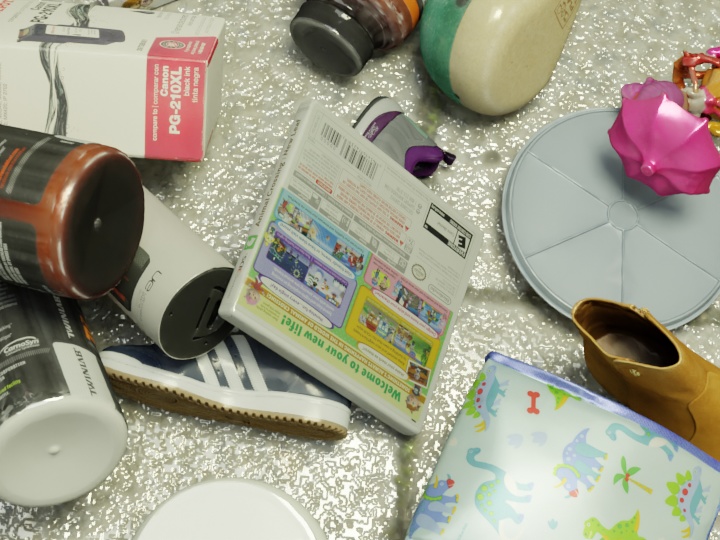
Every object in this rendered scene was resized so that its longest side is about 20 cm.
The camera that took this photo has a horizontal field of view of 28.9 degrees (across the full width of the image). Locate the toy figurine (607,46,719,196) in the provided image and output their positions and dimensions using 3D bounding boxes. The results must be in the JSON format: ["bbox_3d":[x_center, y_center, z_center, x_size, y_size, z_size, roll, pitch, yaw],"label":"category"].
[{"bbox_3d":[0.282,-0.131,1.117,0.183,0.151,0.201,-10,43,-12],"label":"toy figurine"}]

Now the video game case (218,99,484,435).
[{"bbox_3d":[0.000,0.000,1.060,0.200,0.022,0.183,36,62,-32],"label":"video game case"}]

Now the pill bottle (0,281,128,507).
[{"bbox_3d":[-0.245,0.066,1.017,0.106,0.107,0.200,-22,46,-11],"label":"pill bottle"}]

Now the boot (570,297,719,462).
[{"bbox_3d":[0.245,0.094,1.016,0.200,0.144,0.071,28,80,29],"label":"boot"}]

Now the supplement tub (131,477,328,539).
[{"bbox_3d":[-0.088,0.222,0.949,0.144,0.200,0.147,1,71,-3],"label":"supplement tub"}]

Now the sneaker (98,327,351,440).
[{"bbox_3d":[-0.098,0.058,1.074,0.198,0.070,0.109,12,72,-3],"label":"sneaker"}]

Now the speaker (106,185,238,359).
[{"bbox_3d":[-0.172,-0.019,1.054,0.081,0.081,0.200,-39,55,-15],"label":"speaker"}]

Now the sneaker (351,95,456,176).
[{"bbox_3d":[-0.005,-0.046,1.116,0.087,0.074,0.200,36,72,3],"label":"sneaker"}]

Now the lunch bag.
[{"bbox_3d":[0.150,0.182,1.018,0.199,0.128,0.171,21,70,14],"label":"lunch bag"}]

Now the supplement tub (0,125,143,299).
[{"bbox_3d":[-0.258,-0.050,0.976,0.199,0.107,0.108,13,69,22],"label":"supplement tub"}]

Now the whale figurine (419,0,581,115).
[{"bbox_3d":[0.124,-0.228,1.152,0.103,0.159,0.201,30,83,31],"label":"whale figurine"}]

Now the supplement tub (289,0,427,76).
[{"bbox_3d":[0.020,-0.261,1.172,0.107,0.107,0.201,31,72,7],"label":"supplement tub"}]

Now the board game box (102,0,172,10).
[{"bbox_3d":[-0.164,-0.339,1.222,0.199,0.041,0.201,-22,74,-11],"label":"board game box"}]

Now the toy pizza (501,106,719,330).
[{"bbox_3d":[0.211,-0.040,1.146,0.198,0.032,0.202,3,69,-7],"label":"toy pizza"}]

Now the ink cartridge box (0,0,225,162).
[{"bbox_3d":[-0.212,-0.152,1.094,0.198,0.145,0.085,5,113,-2],"label":"ink cartridge box"}]
